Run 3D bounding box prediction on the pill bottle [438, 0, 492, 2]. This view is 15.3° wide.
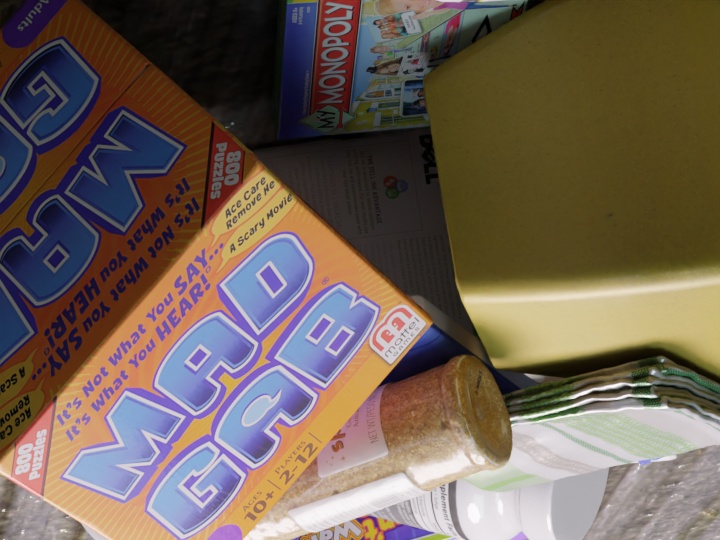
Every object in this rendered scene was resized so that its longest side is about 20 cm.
[{"bbox_3d":[0.127,-0.189,1.301,0.199,0.112,0.111,-4,154,-11],"label":"pill bottle"}]

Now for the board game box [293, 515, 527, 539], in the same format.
[{"bbox_3d":[0.034,0.144,1.939,0.199,0.135,0.045,-18,154,18],"label":"board game box"}]

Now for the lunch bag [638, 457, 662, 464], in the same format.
[{"bbox_3d":[0.217,0.017,1.651,0.150,0.201,0.094,-20,152,25],"label":"lunch bag"}]

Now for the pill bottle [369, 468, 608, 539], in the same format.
[{"bbox_3d":[0.062,0.122,1.839,0.199,0.117,0.116,11,165,28],"label":"pill bottle"}]

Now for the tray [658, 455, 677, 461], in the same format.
[{"bbox_3d":[0.128,0.126,2.015,0.199,0.022,0.107,-7,158,32],"label":"tray"}]

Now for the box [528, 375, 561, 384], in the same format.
[{"bbox_3d":[0.181,0.047,1.847,0.095,0.078,0.200,-20,152,26],"label":"box"}]

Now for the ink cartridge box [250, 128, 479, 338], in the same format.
[{"bbox_3d":[0.000,0.000,1.611,0.199,0.149,0.076,-8,155,-1],"label":"ink cartridge box"}]

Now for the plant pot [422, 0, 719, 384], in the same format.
[{"bbox_3d":[0.138,-0.044,1.488,0.175,0.201,0.200,-11,159,8],"label":"plant pot"}]

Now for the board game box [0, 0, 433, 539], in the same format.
[{"bbox_3d":[-0.127,0.010,1.429,0.200,0.200,0.200,-48,143,0],"label":"board game box"}]

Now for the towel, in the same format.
[{"bbox_3d":[0.129,0.098,1.565,0.199,0.031,0.149,-16,155,34],"label":"towel"}]

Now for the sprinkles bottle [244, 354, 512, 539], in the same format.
[{"bbox_3d":[-0.013,0.110,1.520,0.199,0.069,0.068,-22,152,24],"label":"sprinkles bottle"}]

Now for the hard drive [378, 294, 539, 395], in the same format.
[{"bbox_3d":[0.019,0.073,1.568,0.131,0.026,0.200,-19,154,19],"label":"hard drive"}]

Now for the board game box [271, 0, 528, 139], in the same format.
[{"bbox_3d":[0.021,-0.137,1.473,0.134,0.029,0.200,-6,154,-7],"label":"board game box"}]

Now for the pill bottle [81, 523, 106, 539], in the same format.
[{"bbox_3d":[-0.108,0.107,1.712,0.110,0.111,0.200,-16,-171,16],"label":"pill bottle"}]
